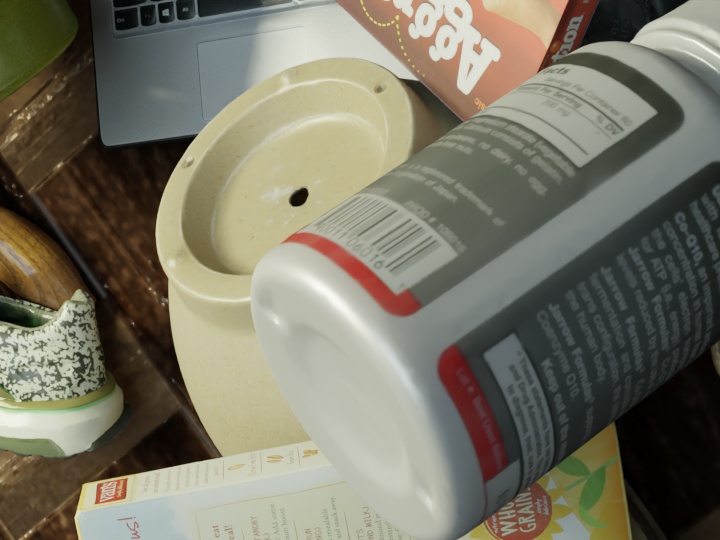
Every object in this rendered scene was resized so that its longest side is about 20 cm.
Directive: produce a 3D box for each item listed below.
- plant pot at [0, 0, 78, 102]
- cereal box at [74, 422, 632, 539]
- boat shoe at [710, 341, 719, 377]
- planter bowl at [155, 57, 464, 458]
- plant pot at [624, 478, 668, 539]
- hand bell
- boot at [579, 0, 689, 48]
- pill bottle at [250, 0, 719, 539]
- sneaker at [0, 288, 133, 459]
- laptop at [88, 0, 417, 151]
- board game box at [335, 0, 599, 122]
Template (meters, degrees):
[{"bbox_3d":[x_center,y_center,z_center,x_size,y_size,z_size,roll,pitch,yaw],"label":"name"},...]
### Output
[{"bbox_3d":[-0.227,-0.150,0.806,0.200,0.201,0.193,-24,109,21],"label":"plant pot"},{"bbox_3d":[0.005,0.132,0.690,0.199,0.040,0.145,-9,104,-1],"label":"cereal box"},{"bbox_3d":[0.178,0.015,0.674,0.071,0.064,0.200,64,155,5],"label":"boat shoe"},{"bbox_3d":[0.000,0.000,0.756,0.200,0.135,0.201,-20,47,23],"label":"planter bowl"},{"bbox_3d":[0.044,0.166,0.803,0.200,0.187,0.188,-35,83,7],"label":"plant pot"},{"bbox_3d":[-0.211,-0.046,0.922,0.200,0.104,0.104,40,108,-1],"label":"hand bell"},{"bbox_3d":[0.140,-0.149,0.764,0.150,0.201,0.073,17,144,-12],"label":"boot"},{"bbox_3d":[0.071,-0.007,0.636,0.200,0.114,0.114,-34,82,-21],"label":"pill bottle"},{"bbox_3d":[-0.208,0.030,0.917,0.199,0.077,0.089,7,110,12],"label":"sneaker"},{"bbox_3d":[-0.066,-0.167,0.824,0.186,0.116,0.201,-6,87,21],"label":"laptop"},{"bbox_3d":[0.019,-0.143,0.725,0.200,0.019,0.103,47,131,35],"label":"board game box"}]
